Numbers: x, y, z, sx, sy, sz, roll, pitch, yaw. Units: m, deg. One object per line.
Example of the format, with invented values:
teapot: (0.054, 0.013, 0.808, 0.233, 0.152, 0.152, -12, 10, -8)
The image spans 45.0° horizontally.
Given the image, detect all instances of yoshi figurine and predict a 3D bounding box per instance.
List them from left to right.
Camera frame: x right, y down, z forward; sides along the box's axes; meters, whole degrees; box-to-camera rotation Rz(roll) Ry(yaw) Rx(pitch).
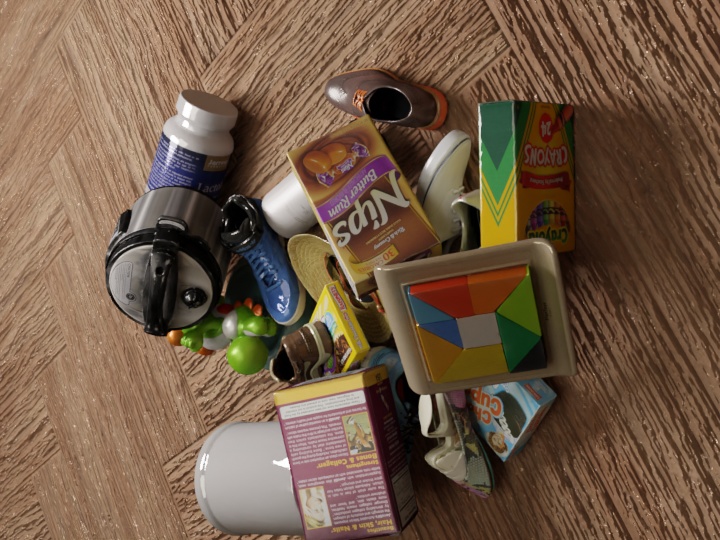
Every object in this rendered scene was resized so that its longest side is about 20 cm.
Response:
yoshi figurine: (-0.206, 0.111, 1.320, 0.199, 0.112, 0.112, -5, 116, 44)

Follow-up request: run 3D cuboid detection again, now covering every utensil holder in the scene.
utensil holder: (-0.113, 0.299, 1.264, 0.199, 0.169, 0.171, -13, 86, 39)

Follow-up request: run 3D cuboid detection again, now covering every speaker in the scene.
speaker: (-0.052, -0.123, 1.213, 0.200, 0.081, 0.082, -35, 72, 39)

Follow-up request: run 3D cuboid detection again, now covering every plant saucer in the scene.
plant saucer: (-0.154, 0.061, 1.358, 0.199, 0.036, 0.201, 7, 100, 42)

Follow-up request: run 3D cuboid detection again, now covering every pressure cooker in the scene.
pressure cooker: (-0.281, -0.012, 1.285, 0.178, 0.201, 0.176, -24, 123, 18)

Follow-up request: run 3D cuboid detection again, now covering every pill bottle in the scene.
pill bottle: (-0.267, -0.176, 1.377, 0.116, 0.115, 0.201, 39, 120, 32)

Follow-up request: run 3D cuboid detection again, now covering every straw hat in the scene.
straw hat: (0.000, 0.000, 1.172, 0.201, 0.085, 0.201, 37, 155, 20)

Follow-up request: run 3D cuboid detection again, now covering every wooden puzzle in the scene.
wooden puzzle: (0.128, 0.061, 0.954, 0.199, 0.037, 0.186, -8, 123, 16)

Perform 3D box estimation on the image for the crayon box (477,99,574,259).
crayon box: (0.188, -0.086, 0.972, 0.051, 0.127, 0.201, 3, 98, 42)

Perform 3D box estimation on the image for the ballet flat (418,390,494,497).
ballet flat: (0.107, 0.198, 1.071, 0.069, 0.071, 0.201, 1, 110, 56)

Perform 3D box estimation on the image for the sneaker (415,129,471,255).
sneaker: (0.108, -0.077, 1.091, 0.071, 0.073, 0.201, 34, 126, 25)

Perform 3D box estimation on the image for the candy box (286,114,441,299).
candy box: (0.004, -0.080, 1.059, 0.116, 0.057, 0.201, -26, 69, -5)

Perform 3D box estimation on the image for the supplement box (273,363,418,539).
supplement box: (-0.016, 0.233, 1.110, 0.130, 0.103, 0.201, -13, 87, 18)

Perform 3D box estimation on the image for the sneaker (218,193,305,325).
sneaker: (-0.149, -0.018, 1.258, 0.076, 0.111, 0.201, -25, 68, 27)

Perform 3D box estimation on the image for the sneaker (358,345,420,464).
sneaker: (0.049, 0.205, 1.166, 0.090, 0.078, 0.201, 0, 95, 39)

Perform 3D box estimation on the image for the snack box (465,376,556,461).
snack box: (0.143, 0.125, 1.079, 0.200, 0.037, 0.117, 47, 139, 27)

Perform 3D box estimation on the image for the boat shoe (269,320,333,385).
boat shoe: (-0.097, 0.129, 1.238, 0.075, 0.074, 0.203, 62, 158, 20)

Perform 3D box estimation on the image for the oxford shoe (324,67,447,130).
oxford shoe: (0.017, -0.230, 1.143, 0.199, 0.072, 0.072, 18, 107, 39)

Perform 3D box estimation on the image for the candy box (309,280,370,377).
candy box: (-0.036, 0.098, 1.202, 0.200, 0.026, 0.103, 116, 133, -64)

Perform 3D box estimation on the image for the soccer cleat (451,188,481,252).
soccer cleat: (0.159, 0.000, 1.035, 0.068, 0.085, 0.201, -19, 82, 41)
